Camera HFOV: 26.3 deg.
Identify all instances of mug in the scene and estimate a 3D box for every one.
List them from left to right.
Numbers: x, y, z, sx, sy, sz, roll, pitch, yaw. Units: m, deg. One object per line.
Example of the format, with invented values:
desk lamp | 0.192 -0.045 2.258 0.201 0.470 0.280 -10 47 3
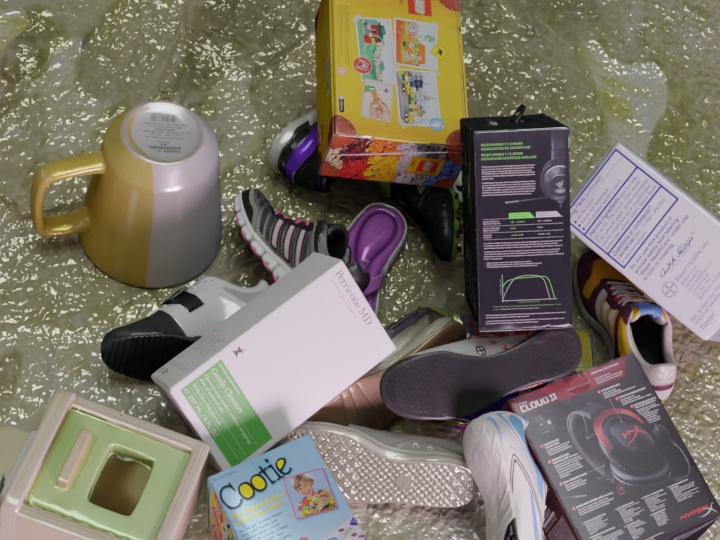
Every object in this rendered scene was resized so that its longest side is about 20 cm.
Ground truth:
mug | -0.215 -0.078 1.530 0.149 0.154 0.186 39 54 16

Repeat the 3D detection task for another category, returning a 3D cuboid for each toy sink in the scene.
toy sink | -0.248 0.193 1.340 0.198 0.113 0.131 20 51 2

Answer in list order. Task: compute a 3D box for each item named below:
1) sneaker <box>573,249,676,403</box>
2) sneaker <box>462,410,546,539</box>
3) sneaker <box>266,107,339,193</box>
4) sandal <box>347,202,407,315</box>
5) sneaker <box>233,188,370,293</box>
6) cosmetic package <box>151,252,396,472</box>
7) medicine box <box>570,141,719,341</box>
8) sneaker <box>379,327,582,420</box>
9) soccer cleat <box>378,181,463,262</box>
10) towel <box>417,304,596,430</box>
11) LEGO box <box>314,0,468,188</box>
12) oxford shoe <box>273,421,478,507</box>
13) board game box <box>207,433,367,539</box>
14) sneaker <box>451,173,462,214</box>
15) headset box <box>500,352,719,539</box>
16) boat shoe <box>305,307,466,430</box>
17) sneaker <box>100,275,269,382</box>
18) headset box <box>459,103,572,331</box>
sneaker | 0.283 0.046 1.600 0.074 0.091 0.202 -6 55 -18
sneaker | 0.146 0.228 1.402 0.072 0.072 0.203 -8 86 -33
sneaker | -0.001 -0.153 1.677 0.099 0.070 0.200 34 67 29
sandal | -0.007 -0.003 1.590 0.081 0.050 0.204 20 52 3
sneaker | -0.055 -0.024 1.550 0.087 0.074 0.200 -40 53 2
cosmetic package | -0.080 0.085 1.423 0.199 0.085 0.108 -38 106 -13
medicine box | 0.327 -0.025 1.599 0.200 0.103 0.182 42 11 18
sneaker | 0.106 0.095 1.479 0.199 0.108 0.068 -15 93 -11
soccer cleat | 0.063 -0.084 1.668 0.080 0.068 0.202 -6 48 -6
towel | 0.150 0.106 1.565 0.197 0.023 0.145 10 52 -7
LEGO box | 0.031 -0.199 1.625 0.147 0.077 0.203 5 62 -13
oxford shoe | 0.015 0.179 1.452 0.197 0.076 0.058 9 25 -2
board game box | -0.047 0.265 1.336 0.104 0.104 0.201 -21 60 -18
sneaker | 0.164 -0.086 1.646 0.078 0.130 0.201 -7 55 -21
headset box | 0.229 0.182 1.473 0.147 0.075 0.202 -18 66 -20
boat shoe | 0.013 0.104 1.507 0.199 0.072 0.065 -36 40 -18
sneaker | -0.166 0.050 1.500 0.198 0.074 0.089 -5 54 -30
headset box | 0.148 -0.058 1.488 0.091 0.203 0.174 -3 9 0
